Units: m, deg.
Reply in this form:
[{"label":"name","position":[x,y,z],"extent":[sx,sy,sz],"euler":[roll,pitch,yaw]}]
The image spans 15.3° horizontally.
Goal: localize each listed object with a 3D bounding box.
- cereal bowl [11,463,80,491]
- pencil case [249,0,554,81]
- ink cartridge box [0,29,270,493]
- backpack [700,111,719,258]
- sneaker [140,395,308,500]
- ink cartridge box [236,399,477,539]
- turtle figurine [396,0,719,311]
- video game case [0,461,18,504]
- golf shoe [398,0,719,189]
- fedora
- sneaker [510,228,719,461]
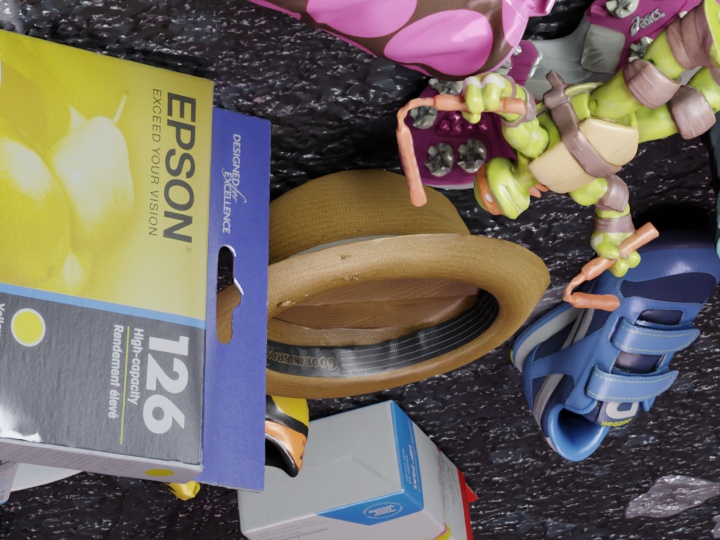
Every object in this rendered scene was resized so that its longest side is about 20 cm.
[{"label":"cereal bowl","position":[-0.222,0.051,1.496],"extent":[0.198,0.084,0.200],"euler":[-7,154,-4]},{"label":"pencil case","position":[-0.009,-0.147,1.167],"extent":[0.199,0.091,0.093],"euler":[15,-179,-42]},{"label":"ink cartridge box","position":[-0.119,-0.003,1.292],"extent":[0.199,0.199,0.047],"euler":[10,162,-31]},{"label":"backpack","position":[0.283,-0.062,1.353],"extent":[0.174,0.154,0.200],"euler":[9,143,-20]},{"label":"sneaker","position":[-0.128,0.094,1.600],"extent":[0.198,0.091,0.070],"euler":[-6,154,-5]},{"label":"ink cartridge box","position":[0.004,0.162,1.798],"extent":[0.115,0.068,0.200],"euler":[-16,153,14]},{"label":"turtle figurine","position":[0.117,-0.061,1.260],"extent":[0.161,0.065,0.200],"euler":[-28,137,21]},{"label":"video game case","position":[-0.241,0.103,1.427],"extent":[0.142,0.018,0.200],"euler":[-21,160,-24]},{"label":"golf shoe","position":[0.113,-0.084,1.342],"extent":[0.199,0.076,0.091],"euler":[-23,153,29]},{"label":"fedora","position":[0.000,0.000,1.457],"extent":[0.199,0.082,0.201],"euler":[-10,155,-5]},{"label":"sneaker","position":[0.160,0.043,1.593],"extent":[0.073,0.083,0.200],"euler":[5,149,-22]}]
